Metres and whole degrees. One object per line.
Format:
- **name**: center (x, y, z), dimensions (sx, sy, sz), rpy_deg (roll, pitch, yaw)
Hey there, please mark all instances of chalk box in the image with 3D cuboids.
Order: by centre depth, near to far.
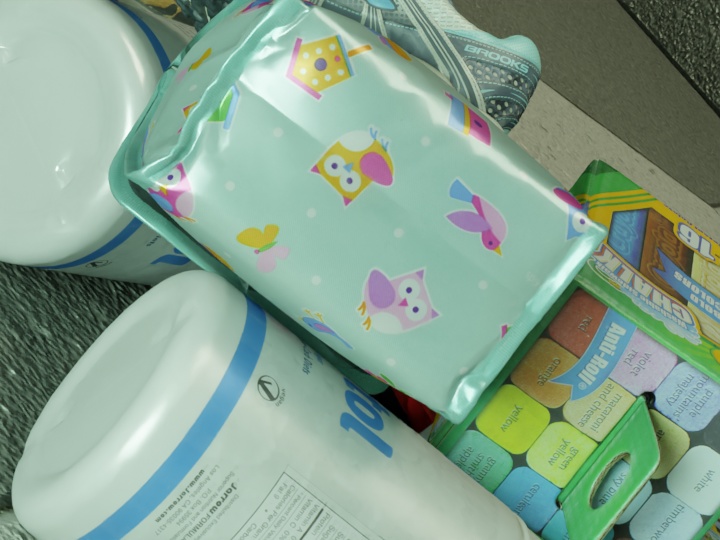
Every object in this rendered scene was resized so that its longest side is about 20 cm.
- **chalk box**: center (0.113, 0.059, 1.185), dimensions (0.124, 0.125, 0.200), rpy_deg (35, 22, -4)

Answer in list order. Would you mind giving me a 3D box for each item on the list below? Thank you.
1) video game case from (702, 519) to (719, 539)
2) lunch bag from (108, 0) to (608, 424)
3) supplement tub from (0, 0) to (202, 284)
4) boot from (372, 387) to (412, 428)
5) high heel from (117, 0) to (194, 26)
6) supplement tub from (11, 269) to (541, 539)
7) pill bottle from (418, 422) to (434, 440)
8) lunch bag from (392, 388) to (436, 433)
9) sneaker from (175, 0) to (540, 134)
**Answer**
- **video game case**: center (0.168, 0.135, 1.428), dimensions (0.200, 0.023, 0.182), rpy_deg (38, 21, -26)
- **lunch bag**: center (-0.010, -0.033, 1.090), dimensions (0.170, 0.122, 0.200), rpy_deg (38, -2, -12)
- **supplement tub**: center (-0.112, -0.060, 1.275), dimensions (0.132, 0.132, 0.200), rpy_deg (50, 17, 21)
- **boot**: center (-0.002, -0.001, 1.378), dimensions (0.079, 0.158, 0.211), rpy_deg (22, 27, -55)
- **high heel**: center (-0.115, -0.193, 1.367), dimensions (0.071, 0.200, 0.143), rpy_deg (21, -47, 39)
- **supplement tub**: center (-0.031, 0.106, 1.076), dimensions (0.200, 0.132, 0.132), rpy_deg (39, 16, -19)
- **pill bottle**: center (0.089, 0.168, 1.258), dimensions (0.200, 0.114, 0.114), rpy_deg (49, 16, 16)
- **lunch bag**: center (0.085, 0.119, 1.434), dimensions (0.176, 0.082, 0.200), rpy_deg (29, 22, -44)
- **sneaker**: center (-0.006, -0.120, 1.195), dimensions (0.200, 0.086, 0.078), rpy_deg (37, -21, 7)
